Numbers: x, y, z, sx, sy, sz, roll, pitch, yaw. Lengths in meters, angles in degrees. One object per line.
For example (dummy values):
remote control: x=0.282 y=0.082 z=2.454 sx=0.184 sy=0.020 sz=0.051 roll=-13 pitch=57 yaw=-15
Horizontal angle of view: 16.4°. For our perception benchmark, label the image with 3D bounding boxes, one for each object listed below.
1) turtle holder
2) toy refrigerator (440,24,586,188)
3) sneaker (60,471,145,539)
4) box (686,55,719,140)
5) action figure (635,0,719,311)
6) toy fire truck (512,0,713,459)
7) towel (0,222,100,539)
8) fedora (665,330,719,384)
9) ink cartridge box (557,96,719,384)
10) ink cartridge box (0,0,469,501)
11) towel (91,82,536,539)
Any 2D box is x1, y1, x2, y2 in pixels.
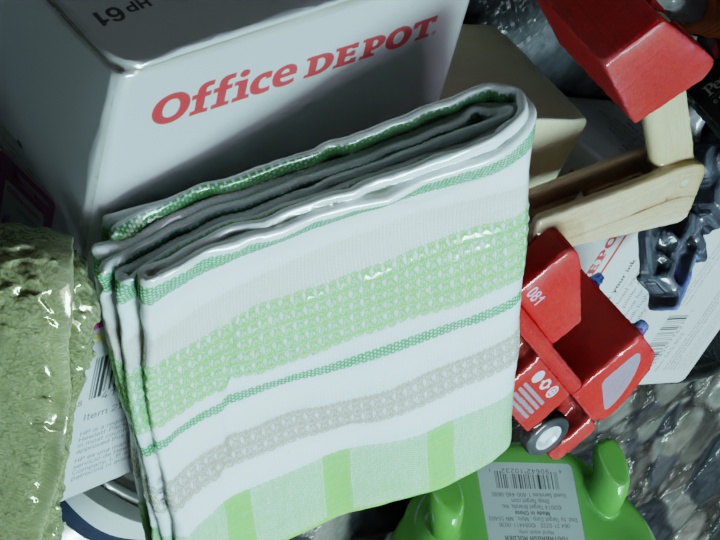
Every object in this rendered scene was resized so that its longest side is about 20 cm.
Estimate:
turtle holder: x=0.083 y=0.180 z=1.203 sx=0.141 sy=0.186 sz=0.132 roll=-27 pitch=161 yaw=-31
toy refrigerator: x=0.000 y=0.000 z=0.976 sx=0.076 sy=0.070 sz=0.200 roll=-3 pitch=131 yaw=-42
sneaker: x=-0.091 y=0.116 z=1.020 sx=0.080 sy=0.076 sz=0.200 roll=-43 pitch=144 yaw=12
box: x=0.237 y=-0.074 z=0.885 sx=0.200 sy=0.141 sz=0.079 roll=-40 pitch=135 yaw=5
action figure: x=0.167 y=-0.082 z=0.987 sx=0.193 sy=0.105 sz=0.200 roll=39 pitch=65 yaw=-45
toy fire truck: x=0.080 y=-0.018 z=0.925 sx=0.141 sy=0.049 sz=0.200 roll=-41 pitch=146 yaw=2
towel: x=-0.163 y=0.052 z=0.802 sx=0.148 sy=0.037 sz=0.200 roll=8 pitch=135 yaw=-6
fedora: x=0.230 y=0.012 z=1.249 sx=0.200 sy=0.092 sz=0.201 roll=-31 pitch=149 yaw=-21
ink cartridge box: x=0.096 y=-0.011 z=1.078 sx=0.200 sy=0.068 sz=0.115 roll=0 pitch=128 yaw=-52
ink cartridge box: x=-0.058 y=-0.035 z=0.837 sx=0.144 sy=0.085 sz=0.200 roll=-21 pitch=145 yaw=-34
towel: x=-0.009 y=0.030 z=0.837 sx=0.149 sy=0.031 sz=0.200 roll=-20 pitch=144 yaw=-13
